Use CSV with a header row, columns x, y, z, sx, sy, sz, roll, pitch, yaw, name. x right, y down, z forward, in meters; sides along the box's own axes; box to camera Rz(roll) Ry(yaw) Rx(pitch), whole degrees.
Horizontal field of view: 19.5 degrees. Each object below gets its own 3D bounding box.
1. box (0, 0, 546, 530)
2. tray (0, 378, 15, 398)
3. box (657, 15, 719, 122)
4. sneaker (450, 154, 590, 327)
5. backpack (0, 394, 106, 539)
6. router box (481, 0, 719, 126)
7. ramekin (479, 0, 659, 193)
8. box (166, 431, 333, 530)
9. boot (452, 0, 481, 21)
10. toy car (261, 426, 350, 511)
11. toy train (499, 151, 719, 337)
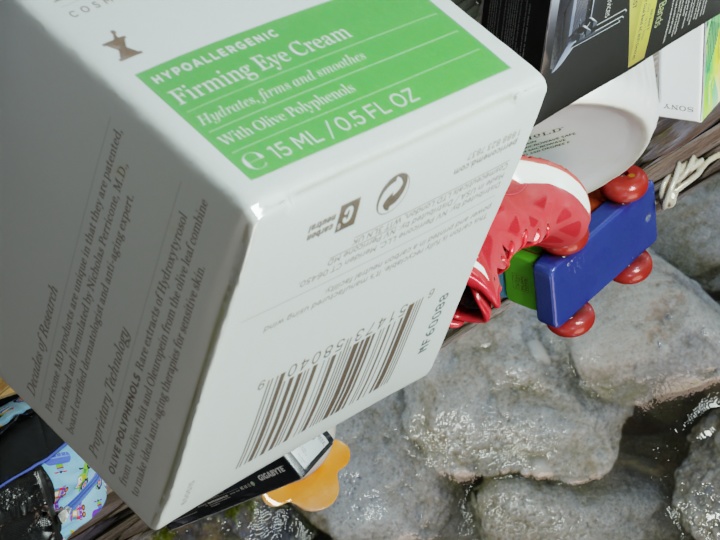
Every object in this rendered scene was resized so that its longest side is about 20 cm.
x,y,z,sx,sy,sz,roll,pitch,yaw,name
-0.059,-0.035,0.957,0.198,0.171,0.201,-27,148,-42,box
-0.174,0.016,1.443,0.200,0.037,0.099,-37,171,26,tray
0.245,-0.201,1.378,0.200,0.036,0.145,-42,137,-50,box
0.074,-0.010,1.272,0.199,0.116,0.078,12,148,-41,sneaker
-0.269,0.164,1.486,0.182,0.135,0.200,-3,-158,37,backpack
0.143,-0.195,1.131,0.157,0.052,0.201,-31,147,-28,router box
0.098,-0.109,1.332,0.201,0.095,0.203,-11,158,-5,ramekin
-0.131,0.104,1.555,0.046,0.159,0.200,-46,-169,-37,box
-0.016,-0.099,1.202,0.072,0.183,0.200,18,167,-22,boot
-0.063,0.090,1.640,0.176,0.201,0.184,-29,179,-28,toy car
0.153,-0.046,1.456,0.200,0.115,0.085,-39,135,-35,toy train
